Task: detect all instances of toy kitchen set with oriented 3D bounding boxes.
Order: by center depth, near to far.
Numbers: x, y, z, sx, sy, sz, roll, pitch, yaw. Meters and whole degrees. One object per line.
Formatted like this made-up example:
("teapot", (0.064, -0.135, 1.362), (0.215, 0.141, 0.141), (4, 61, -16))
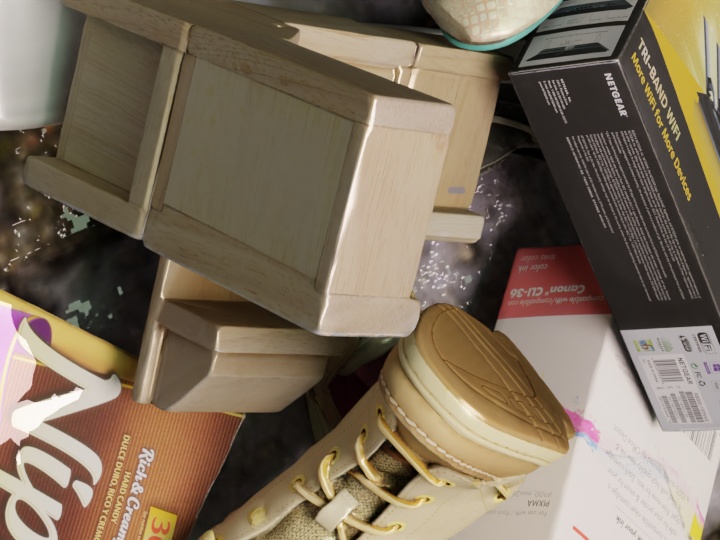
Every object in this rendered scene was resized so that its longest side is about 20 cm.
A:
("toy kitchen set", (0.000, 0.000, 0.871), (0.200, 0.180, 0.164), (3, 106, -43))

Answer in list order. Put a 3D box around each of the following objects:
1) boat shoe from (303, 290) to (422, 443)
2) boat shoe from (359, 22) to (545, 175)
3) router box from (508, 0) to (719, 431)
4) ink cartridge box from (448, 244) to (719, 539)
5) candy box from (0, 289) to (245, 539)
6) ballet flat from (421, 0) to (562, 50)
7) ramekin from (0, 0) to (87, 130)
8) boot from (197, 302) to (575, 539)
("boat shoe", (-0.001, 0.024, 1.026), (0.074, 0.066, 0.200), (-34, 113, -21))
("boat shoe", (0.047, -0.072, 1.036), (0.199, 0.071, 0.064), (4, 95, -32))
("router box", (0.143, -0.055, 1.015), (0.200, 0.052, 0.157), (63, 38, -33))
("ink cartridge box", (0.098, 0.102, 1.047), (0.116, 0.067, 0.200), (44, 54, -41))
("candy box", (-0.157, 0.067, 0.950), (0.200, 0.056, 0.117), (29, 83, -32))
("ballet flat", (0.078, -0.171, 0.966), (0.200, 0.067, 0.062), (-56, 151, -38))
("ramekin", (-0.151, -0.155, 0.894), (0.202, 0.094, 0.203), (-5, 100, -29))
("boot", (0.002, 0.086, 0.918), (0.155, 0.200, 0.073), (-38, 82, 6))
